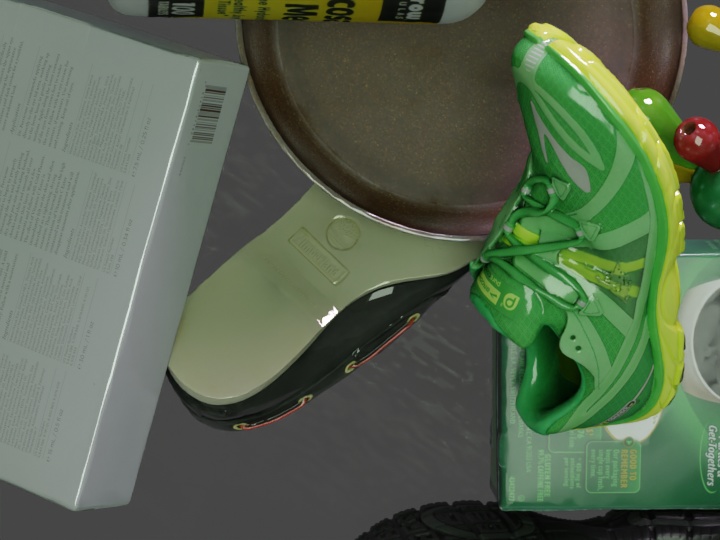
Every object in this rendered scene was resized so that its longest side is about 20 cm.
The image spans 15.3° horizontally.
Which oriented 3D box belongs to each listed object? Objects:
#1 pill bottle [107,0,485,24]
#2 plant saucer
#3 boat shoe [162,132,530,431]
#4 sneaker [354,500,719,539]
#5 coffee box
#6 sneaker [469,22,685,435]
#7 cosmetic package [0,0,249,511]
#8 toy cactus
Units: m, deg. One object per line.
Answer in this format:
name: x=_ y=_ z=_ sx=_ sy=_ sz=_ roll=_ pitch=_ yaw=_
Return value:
pill bottle: x=-0.005 y=-0.159 z=1.113 sx=0.199 sy=0.112 sz=0.113 roll=1 pitch=98 yaw=-5
plant saucer: x=0.043 y=-0.109 z=1.182 sx=0.200 sy=0.032 sz=0.201 roll=1 pitch=81 yaw=-7
boat shoe: x=-0.002 y=-0.002 z=1.204 sx=0.201 sy=0.063 sz=0.074 roll=-36 pitch=72 yaw=-11
sneaker: x=0.087 y=0.154 z=1.225 sx=0.199 sy=0.076 sz=0.091 roll=1 pitch=102 yaw=-2
coffee box: x=0.159 y=0.047 z=1.227 sx=0.199 sy=0.044 sz=0.123 roll=-1 pitch=99 yaw=-3
sneaker: x=0.087 y=-0.008 z=1.119 sx=0.083 sy=0.074 sz=0.200 roll=-23 pitch=125 yaw=-17
cosmetic package: x=-0.146 y=-0.015 z=1.163 sx=0.151 sy=0.052 sz=0.200 roll=20 pitch=98 yaw=24
toy cactus: x=0.206 y=-0.030 z=1.150 sx=0.200 sy=0.102 sz=0.165 roll=15 pitch=55 yaw=-31
